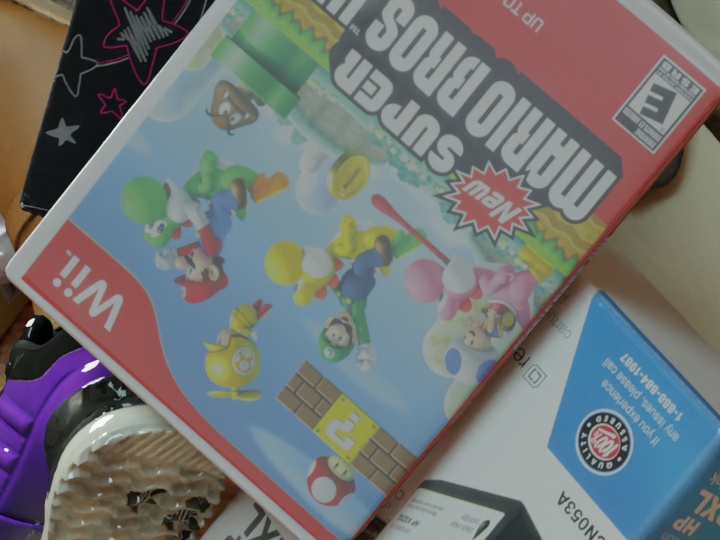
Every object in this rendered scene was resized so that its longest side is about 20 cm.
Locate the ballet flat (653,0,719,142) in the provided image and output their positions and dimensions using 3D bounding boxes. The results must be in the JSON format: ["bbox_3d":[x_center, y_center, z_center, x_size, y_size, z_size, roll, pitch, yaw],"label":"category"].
[{"bbox_3d":[0.110,-0.129,1.057,0.068,0.072,0.201,-26,79,1],"label":"ballet flat"}]

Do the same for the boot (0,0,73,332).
[{"bbox_3d":[-0.123,-0.033,1.078,0.199,0.077,0.156,-7,61,1],"label":"boot"}]

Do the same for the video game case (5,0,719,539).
[{"bbox_3d":[0.001,-0.029,0.888,0.143,0.017,0.200,41,101,7],"label":"video game case"}]

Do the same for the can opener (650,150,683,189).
[{"bbox_3d":[0.066,-0.113,1.040,0.066,0.053,0.201,-1,59,-24],"label":"can opener"}]

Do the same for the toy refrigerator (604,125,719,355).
[{"bbox_3d":[0.120,0.014,1.012,0.076,0.070,0.200,-30,49,-6],"label":"toy refrigerator"}]

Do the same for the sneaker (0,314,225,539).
[{"bbox_3d":[-0.106,0.072,1.007,0.200,0.069,0.100,-49,41,43],"label":"sneaker"}]

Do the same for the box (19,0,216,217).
[{"bbox_3d":[-0.020,-0.106,0.959,0.131,0.201,0.115,18,16,-1],"label":"box"}]

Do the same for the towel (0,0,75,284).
[{"bbox_3d":[-0.178,-0.058,1.183,0.199,0.032,0.192,-13,43,9],"label":"towel"}]

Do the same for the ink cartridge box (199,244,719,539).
[{"bbox_3d":[0.038,0.097,0.922,0.200,0.084,0.145,-51,47,11],"label":"ink cartridge box"}]

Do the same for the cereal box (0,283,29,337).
[{"bbox_3d":[-0.243,0.011,1.195,0.199,0.040,0.144,17,60,35],"label":"cereal box"}]
